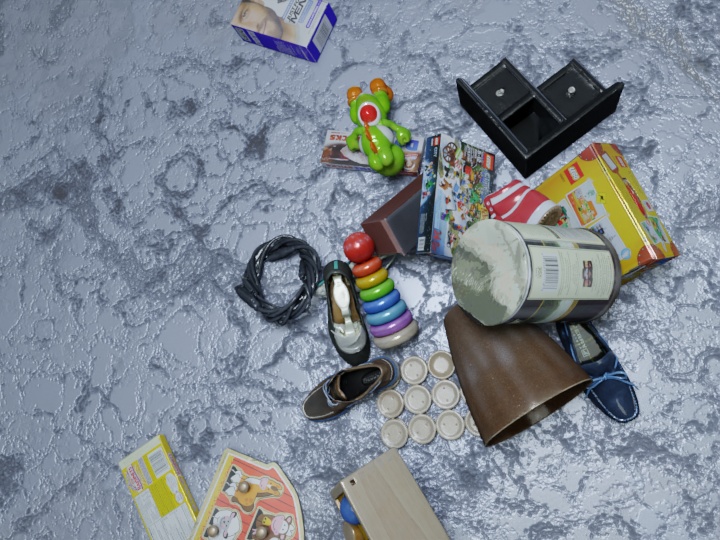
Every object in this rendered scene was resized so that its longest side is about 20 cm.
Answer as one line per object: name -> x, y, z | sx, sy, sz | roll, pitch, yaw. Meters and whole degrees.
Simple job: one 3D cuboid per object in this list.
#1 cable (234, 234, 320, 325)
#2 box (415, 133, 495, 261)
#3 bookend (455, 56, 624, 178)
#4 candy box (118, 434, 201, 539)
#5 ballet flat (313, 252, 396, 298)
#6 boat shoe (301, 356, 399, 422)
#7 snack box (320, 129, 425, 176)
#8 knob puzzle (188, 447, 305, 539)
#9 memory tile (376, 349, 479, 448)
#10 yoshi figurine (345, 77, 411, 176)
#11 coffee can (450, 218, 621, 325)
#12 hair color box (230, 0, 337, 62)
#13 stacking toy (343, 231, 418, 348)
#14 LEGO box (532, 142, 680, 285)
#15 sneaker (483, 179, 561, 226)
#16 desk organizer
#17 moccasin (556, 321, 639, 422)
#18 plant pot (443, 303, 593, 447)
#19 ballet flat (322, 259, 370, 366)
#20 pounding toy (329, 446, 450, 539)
cable -> -0.143, 0.015, 1.056 | 0.200, 0.051, 0.163 | 29, 74, 42
box -> 0.166, -0.117, 0.962 | 0.038, 0.136, 0.201 | -2, 81, 55
bookend -> 0.310, -0.308, 0.990 | 0.200, 0.092, 0.199 | -36, 71, 5
candy box -> -0.377, 0.426, 1.063 | 0.102, 0.026, 0.201 | -35, 72, 7
ballet flat -> 0.000, 0.000, 1.028 | 0.200, 0.072, 0.072 | -38, 71, 6
boat shoe -> -0.031, 0.204, 0.979 | 0.200, 0.072, 0.072 | -34, 70, 16
snack box -> 0.023, -0.229, 1.091 | 0.199, 0.024, 0.072 | 9, 79, 18
knob puzzle -> -0.191, 0.438, 0.995 | 0.218, 0.030, 0.221 | -2, 74, 9
memory tile -> 0.124, 0.218, 0.971 | 0.199, 0.017, 0.154 | -12, 75, 14
yoshi figurine -> 0.033, -0.253, 1.046 | 0.111, 0.112, 0.201 | 7, 56, -23
coffee can -> 0.254, 0.004, 0.816 | 0.146, 0.199, 0.147 | -6, 83, 58
hair color box -> -0.163, -0.528, 1.189 | 0.199, 0.065, 0.110 | 23, 86, 21
stacking toy -> 0.024, 0.029, 0.964 | 0.085, 0.085, 0.201 | -24, 99, 10
LEGO box -> 0.374, -0.075, 0.889 | 0.149, 0.077, 0.201 | -41, 63, 48
sneaker -> 0.240, -0.056, 0.949 | 0.113, 0.071, 0.201 | 50, 125, 33
desk organizer -> 0.099, -0.110, 0.986 | 0.200, 0.077, 0.072 | -41, 111, -29
moccasin -> 0.366, 0.149, 0.888 | 0.080, 0.068, 0.201 | -34, 72, 7
plant pot -> 0.221, 0.136, 0.878 | 0.186, 0.187, 0.201 | -33, 63, 7
ballet flat -> -0.029, 0.082, 0.974 | 0.068, 0.068, 0.201 | -15, 101, 0
pounding toy -> 0.026, 0.410, 0.879 | 0.142, 0.200, 0.185 | -26, 70, -20
